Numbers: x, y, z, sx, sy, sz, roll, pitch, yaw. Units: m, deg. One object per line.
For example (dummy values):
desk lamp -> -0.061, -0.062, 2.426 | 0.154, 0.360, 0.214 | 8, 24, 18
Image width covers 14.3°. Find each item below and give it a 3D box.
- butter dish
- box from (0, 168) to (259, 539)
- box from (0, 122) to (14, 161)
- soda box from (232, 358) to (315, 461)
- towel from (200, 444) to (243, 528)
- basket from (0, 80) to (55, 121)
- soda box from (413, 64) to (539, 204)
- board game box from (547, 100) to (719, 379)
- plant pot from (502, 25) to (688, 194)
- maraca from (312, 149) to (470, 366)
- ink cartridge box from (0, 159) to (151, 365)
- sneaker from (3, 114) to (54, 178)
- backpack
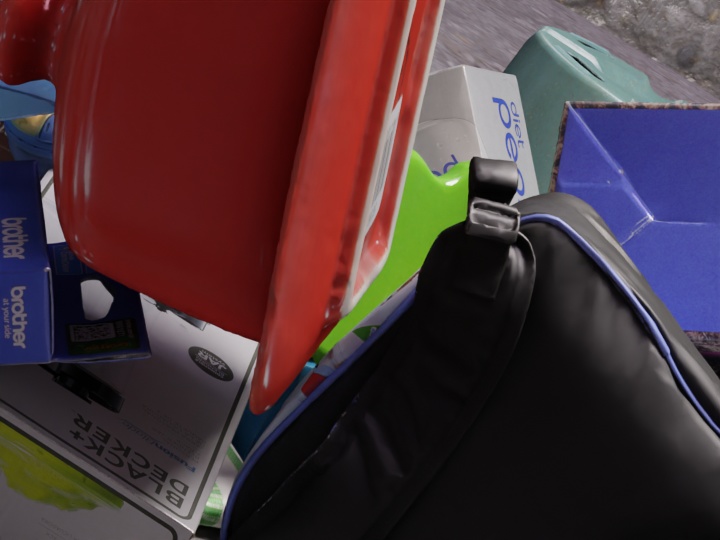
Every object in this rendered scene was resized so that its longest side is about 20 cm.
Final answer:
butter dish -> -0.054, -0.070, 0.981 | 0.147, 0.201, 0.200 | 12, 10, 4
box -> -0.104, 0.047, 1.063 | 0.116, 0.060, 0.200 | 34, 21, -5
box -> -0.177, -0.139, 1.321 | 0.165, 0.201, 0.164 | 28, 14, -16
soda box -> -0.057, 0.026, 1.301 | 0.068, 0.064, 0.200 | 22, 17, -36
towel -> -0.136, 0.040, 1.159 | 0.199, 0.023, 0.153 | 24, 16, -33
basket -> -0.223, -0.088, 1.091 | 0.199, 0.140, 0.176 | 18, -10, -22
soda box -> 0.054, 0.006, 1.380 | 0.068, 0.063, 0.201 | 3, 75, -64
board game box -> 0.186, 0.010, 1.175 | 0.159, 0.098, 0.200 | 3, -16, 32
plant pot -> 0.104, -0.007, 1.505 | 0.200, 0.197, 0.200 | 31, 14, -8
maraca -> 0.032, 0.047, 1.174 | 0.107, 0.137, 0.201 | 13, -47, 52
ink cartridge box -> -0.174, -0.002, 0.980 | 0.198, 0.042, 0.119 | -1, 20, -8
sneaker -> -0.086, -0.046, 1.226 | 0.075, 0.089, 0.200 | 29, 21, 23
backpack -> 0.048, 0.086, 1.049 | 0.200, 0.190, 0.154 | 53, 7, 4
